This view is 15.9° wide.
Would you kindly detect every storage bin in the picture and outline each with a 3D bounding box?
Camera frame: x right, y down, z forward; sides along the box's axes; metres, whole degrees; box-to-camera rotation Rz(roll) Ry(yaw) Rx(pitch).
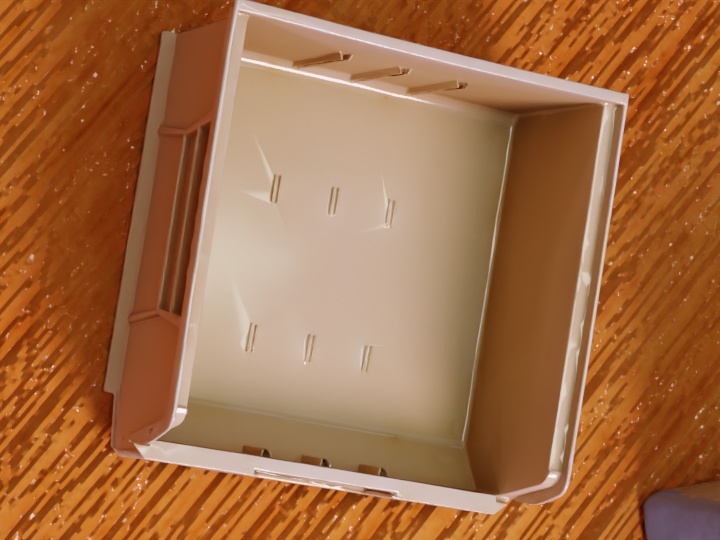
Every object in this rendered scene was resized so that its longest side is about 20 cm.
[{"bbox_3d":[0.000,0.000,1.171,0.199,0.094,0.200,11,85,-26],"label":"storage bin"}]

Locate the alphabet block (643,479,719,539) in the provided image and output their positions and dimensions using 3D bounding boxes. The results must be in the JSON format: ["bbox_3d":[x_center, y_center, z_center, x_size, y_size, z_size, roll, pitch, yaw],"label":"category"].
[{"bbox_3d":[0.278,0.194,1.255,0.199,0.195,0.198,-8,95,-27],"label":"alphabet block"}]
